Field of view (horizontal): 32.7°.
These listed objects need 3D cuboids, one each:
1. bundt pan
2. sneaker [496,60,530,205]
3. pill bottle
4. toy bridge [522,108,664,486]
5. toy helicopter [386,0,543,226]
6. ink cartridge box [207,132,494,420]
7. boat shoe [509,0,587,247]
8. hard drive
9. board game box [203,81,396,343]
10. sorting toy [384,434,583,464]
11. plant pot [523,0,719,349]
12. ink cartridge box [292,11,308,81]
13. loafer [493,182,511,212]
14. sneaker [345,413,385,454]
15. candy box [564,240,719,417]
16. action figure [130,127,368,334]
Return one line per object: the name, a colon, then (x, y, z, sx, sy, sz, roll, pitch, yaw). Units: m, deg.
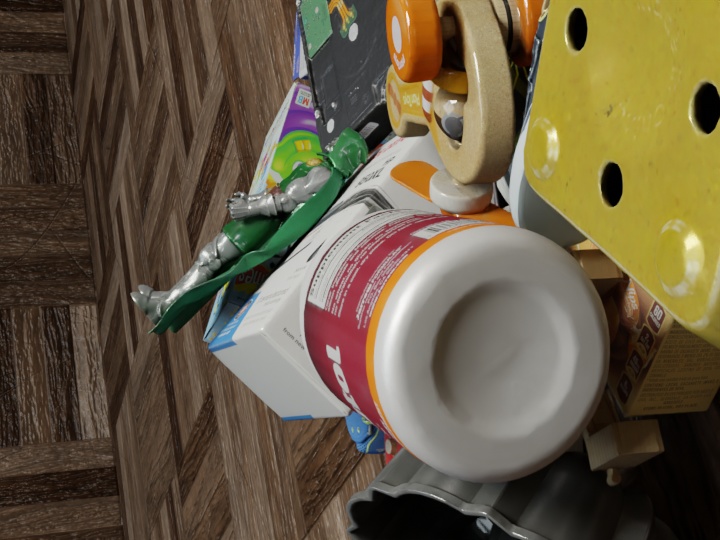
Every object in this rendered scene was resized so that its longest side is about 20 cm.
bundt pan: (0.093, 0.154, 0.670, 0.076, 0.201, 0.202, -53, 0, -30)
sneaker: (0.113, -0.120, 0.690, 0.085, 0.073, 0.204, 161, 105, -75)
pill bottle: (0.033, 0.028, 0.621, 0.200, 0.111, 0.115, -161, 69, -73)
toy bridge: (0.110, 0.009, 0.629, 0.067, 0.027, 0.203, 124, 141, -64)
toy helicopter: (0.048, -0.086, 0.680, 0.200, 0.078, 0.135, -150, 51, -77)
ink cartridge box: (0.000, 0.000, 0.850, 0.201, 0.084, 0.144, -51, 11, -20)
boat shoe: (0.110, -0.115, 0.566, 0.091, 0.070, 0.203, -112, 34, -53)
hard drive: (0.004, -0.200, 0.918, 0.140, 0.037, 0.203, -41, 52, 47)
board game box: (-0.046, -0.031, 1.014, 0.105, 0.102, 0.203, 132, 156, -63)
sorting toy: (0.078, 0.188, 0.842, 0.198, 0.068, 0.204, 175, 93, -70)
plant pot: (0.165, -0.063, 0.379, 0.196, 0.197, 0.197, -125, 37, -57)
ink cartridge box: (-0.025, -0.238, 1.095, 0.200, 0.041, 0.122, -176, 89, -75)
loafer: (0.098, -0.046, 0.766, 0.072, 0.062, 0.204, 144, 122, -67)
sneaker: (0.030, 0.090, 0.970, 0.200, 0.074, 0.107, 150, 113, -76)
candy box: (0.160, -0.040, 0.603, 0.116, 0.054, 0.202, -112, 26, -46)
action figure: (-0.075, -0.032, 0.884, 0.055, 0.199, 0.118, 52, 180, -9)
